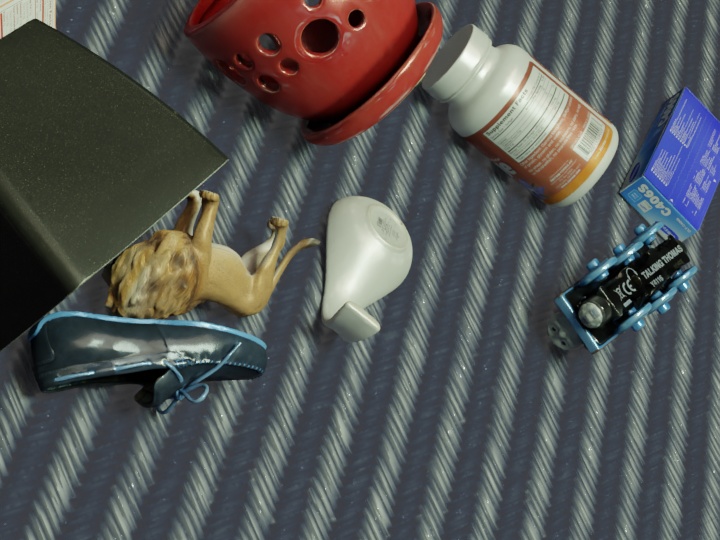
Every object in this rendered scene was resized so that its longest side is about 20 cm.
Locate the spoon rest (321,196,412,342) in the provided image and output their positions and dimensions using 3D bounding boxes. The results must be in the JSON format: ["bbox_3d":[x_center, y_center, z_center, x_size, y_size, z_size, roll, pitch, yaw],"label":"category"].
[{"bbox_3d":[0.000,0.000,1.504,0.099,0.061,0.200,40,32,-15],"label":"spoon rest"}]

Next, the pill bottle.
[{"bbox_3d":[0.166,-0.165,1.699,0.200,0.112,0.113,37,46,-16],"label":"pill bottle"}]

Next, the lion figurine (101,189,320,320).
[{"bbox_3d":[-0.123,0.002,1.375,0.199,0.072,0.123,18,87,-39],"label":"lion figurine"}]

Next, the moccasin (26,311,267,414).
[{"bbox_3d":[-0.171,0.081,1.295,0.199,0.080,0.069,4,65,-22],"label":"moccasin"}]

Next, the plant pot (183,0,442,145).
[{"bbox_3d":[-0.038,-0.233,1.515,0.182,0.200,0.201,44,43,-21],"label":"plant pot"}]

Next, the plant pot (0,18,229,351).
[{"bbox_3d":[-0.256,-0.064,1.202,0.178,0.200,0.200,51,43,-8],"label":"plant pot"}]

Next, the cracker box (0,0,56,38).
[{"bbox_3d":[-0.353,-0.199,1.274,0.133,0.058,0.200,24,39,19],"label":"cracker box"}]

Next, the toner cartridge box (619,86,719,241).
[{"bbox_3d":[0.377,-0.124,1.903,0.095,0.043,0.200,43,44,-9],"label":"toner cartridge box"}]

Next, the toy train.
[{"bbox_3d":[0.266,0.024,1.662,0.087,0.114,0.200,53,43,5],"label":"toy train"}]
